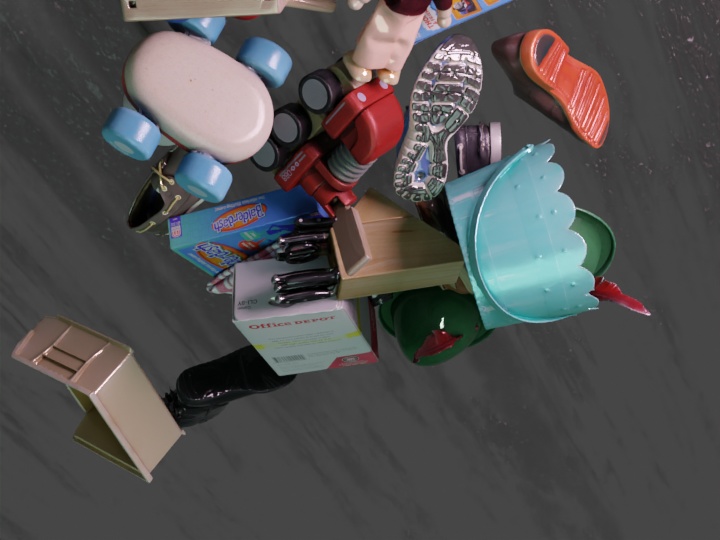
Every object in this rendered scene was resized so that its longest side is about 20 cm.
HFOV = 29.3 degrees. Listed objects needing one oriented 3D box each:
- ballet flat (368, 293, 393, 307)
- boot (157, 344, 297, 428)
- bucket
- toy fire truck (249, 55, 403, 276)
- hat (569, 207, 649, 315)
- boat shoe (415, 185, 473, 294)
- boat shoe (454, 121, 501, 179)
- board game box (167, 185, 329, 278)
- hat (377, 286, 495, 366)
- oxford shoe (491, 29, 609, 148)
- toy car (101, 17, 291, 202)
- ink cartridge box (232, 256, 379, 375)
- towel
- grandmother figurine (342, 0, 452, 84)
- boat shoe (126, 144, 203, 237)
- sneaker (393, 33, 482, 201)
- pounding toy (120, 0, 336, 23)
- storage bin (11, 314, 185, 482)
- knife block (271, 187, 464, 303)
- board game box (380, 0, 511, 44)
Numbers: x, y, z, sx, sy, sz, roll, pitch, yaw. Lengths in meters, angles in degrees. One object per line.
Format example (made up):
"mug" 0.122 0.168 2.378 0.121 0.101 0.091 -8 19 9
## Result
"ballet flat" -0.045 0.037 1.900 0.198 0.066 0.057 -17 97 22
"boot" -0.201 0.177 2.050 0.197 0.074 0.163 -13 163 -20
"bucket" 0.183 -0.034 1.581 0.134 0.208 0.208 -17 138 6
"toy fire truck" -0.017 -0.116 1.564 0.200 0.128 0.176 51 131 3
"hat" 0.248 0.031 1.743 0.164 0.177 0.201 9 141 -6
"boat shoe" 0.103 -0.032 1.775 0.073 0.076 0.201 -8 140 21
"boat shoe" 0.137 -0.098 1.690 0.060 0.074 0.201 2 138 2
"board game box" -0.123 -0.048 1.746 0.198 0.045 0.152 -14 161 16
"hat" 0.096 0.123 1.878 0.199 0.177 0.165 31 135 -30
"oxford shoe" 0.221 -0.209 1.570 0.072 0.072 0.200 9 155 43
"toy car" -0.201 -0.184 1.570 0.176 0.186 0.200 30 166 -16
"ink cartridge box" -0.068 0.056 1.766 0.144 0.084 0.200 -7 155 11
"towel" -0.090 0.003 1.792 0.145 0.030 0.199 9 155 -41
"grandmother figurine" 0.044 -0.281 1.434 0.120 0.061 0.200 -6 147 -32
"boat shoe" -0.233 -0.107 1.704 0.059 0.072 0.200 -7 155 -34
"sneaker" 0.080 -0.185 1.588 0.078 0.089 0.201 12 120 -16
"pounding toy" -0.130 -0.306 1.385 0.182 0.200 0.144 -2 113 7
"storage bin" -0.380 0.179 1.984 0.197 0.094 0.201 19 147 38
"knife block" 0.000 0.000 1.638 0.199 0.176 0.064 33 157 8
"board game box" 0.102 -0.332 1.435 0.199 0.037 0.151 -20 135 26
